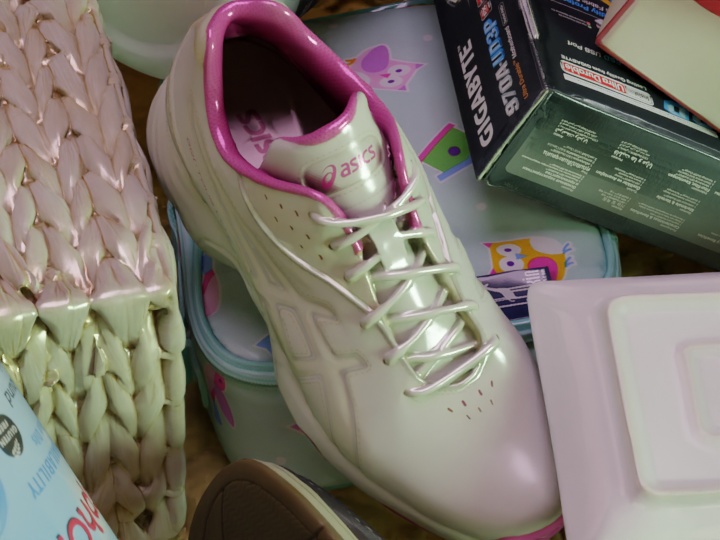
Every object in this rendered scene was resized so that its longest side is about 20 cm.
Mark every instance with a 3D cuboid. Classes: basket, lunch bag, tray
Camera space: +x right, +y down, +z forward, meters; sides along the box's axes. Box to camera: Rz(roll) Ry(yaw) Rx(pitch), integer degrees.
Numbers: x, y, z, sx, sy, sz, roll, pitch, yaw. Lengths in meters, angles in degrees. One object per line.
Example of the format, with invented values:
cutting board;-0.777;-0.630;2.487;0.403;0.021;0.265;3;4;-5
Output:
basket;-0.135;0.001;0.822;0.123;0.136;0.201;-7;43;-11
lunch bag;0.004;-0.014;0.869;0.159;0.077;0.201;-7;42;-6
tray;0.156;0.040;0.733;0.199;0.022;0.108;-2;58;-8

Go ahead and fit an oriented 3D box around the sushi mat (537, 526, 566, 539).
sushi mat;0.108;0.119;0.691;0.095;0.012;0.200;-13;34;2

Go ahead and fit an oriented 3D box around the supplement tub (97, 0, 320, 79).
supplement tub;-0.029;-0.170;0.903;0.122;0.123;0.200;25;48;26

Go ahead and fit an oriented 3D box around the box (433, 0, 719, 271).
box;0.125;-0.067;0.877;0.199;0.046;0.159;19;36;-24

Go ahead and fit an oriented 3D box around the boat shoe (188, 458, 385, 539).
boat shoe;0.021;0.136;0.718;0.066;0.072;0.201;3;35;-47

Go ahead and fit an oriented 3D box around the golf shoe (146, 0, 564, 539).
golf shoe;0.000;0.000;0.743;0.075;0.092;0.200;-34;77;-18

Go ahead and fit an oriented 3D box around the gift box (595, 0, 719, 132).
gift box;0.201;-0.129;0.795;0.184;0.200;0.187;30;42;-3

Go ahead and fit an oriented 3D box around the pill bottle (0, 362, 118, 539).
pill bottle;-0.121;0.093;0.664;0.108;0.201;0.109;-30;14;8
